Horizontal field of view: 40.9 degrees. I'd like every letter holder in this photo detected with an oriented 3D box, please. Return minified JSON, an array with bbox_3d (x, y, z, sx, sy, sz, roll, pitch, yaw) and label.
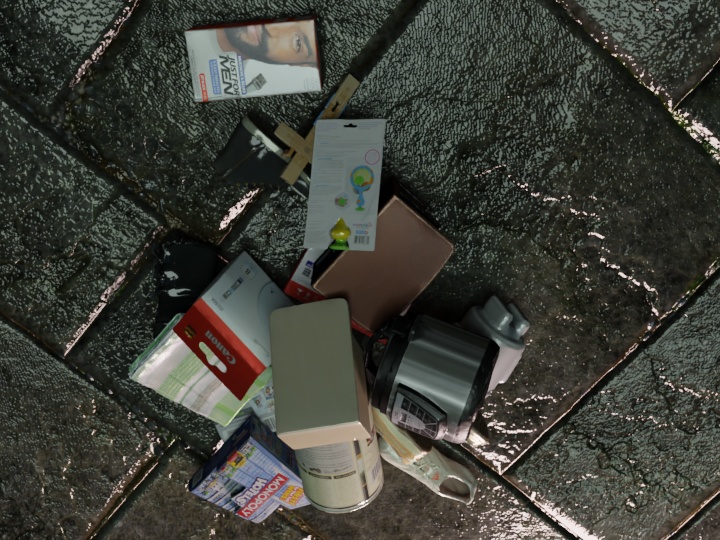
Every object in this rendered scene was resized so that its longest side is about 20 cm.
[{"bbox_3d":[0.039,-0.021,1.528,0.142,0.101,0.200,38,107,-14],"label":"letter holder"}]

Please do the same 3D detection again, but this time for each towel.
[{"bbox_3d":[-0.254,0.166,1.566,0.200,0.031,0.149,35,110,-29],"label":"towel"}]

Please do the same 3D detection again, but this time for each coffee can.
[{"bbox_3d":[-0.044,0.288,1.635,0.146,0.147,0.201,-6,124,4],"label":"coffee can"}]

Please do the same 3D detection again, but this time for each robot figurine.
[{"bbox_3d":[0.199,0.140,1.628,0.169,0.113,0.200,25,110,-28],"label":"robot figurine"}]

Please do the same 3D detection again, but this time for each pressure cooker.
[{"bbox_3d":[0.101,0.160,1.510,0.199,0.179,0.177,21,94,10],"label":"pressure cooker"}]

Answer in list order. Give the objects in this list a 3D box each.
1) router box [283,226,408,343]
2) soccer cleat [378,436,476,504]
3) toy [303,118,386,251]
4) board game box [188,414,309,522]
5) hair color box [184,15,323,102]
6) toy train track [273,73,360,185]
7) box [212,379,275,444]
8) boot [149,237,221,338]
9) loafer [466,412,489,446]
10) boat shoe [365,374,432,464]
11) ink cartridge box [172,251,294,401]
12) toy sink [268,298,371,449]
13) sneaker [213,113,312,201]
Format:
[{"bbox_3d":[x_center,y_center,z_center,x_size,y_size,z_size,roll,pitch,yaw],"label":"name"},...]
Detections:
[{"bbox_3d":[0.000,0.000,1.615,0.199,0.049,0.180,27,109,-8],"label":"router box"},{"bbox_3d":[0.122,0.352,1.729,0.199,0.078,0.069,28,109,-8],"label":"soccer cleat"},{"bbox_3d":[-0.018,-0.127,1.468,0.115,0.047,0.201,3,79,20],"label":"toy"},{"bbox_3d":[-0.174,0.381,1.738,0.199,0.062,0.200,32,116,-22],"label":"board game box"},{"bbox_3d":[-0.162,-0.326,1.490,0.199,0.064,0.111,-5,110,3],"label":"hair color box"},{"bbox_3d":[-0.066,-0.219,1.505,0.115,0.033,0.200,37,75,-19],"label":"toy train track"},{"bbox_3d":[-0.204,0.199,1.702,0.155,0.041,0.201,-19,110,9],"label":"box"},{"bbox_3d":[-0.254,0.038,1.600,0.197,0.073,0.163,8,72,-22],"label":"boot"},{"bbox_3d":[0.142,0.248,1.694,0.200,0.076,0.068,38,117,-15],"label":"loafer"},{"bbox_3d":[0.035,0.256,1.687,0.076,0.072,0.200,-41,84,30],"label":"boat shoe"},{"bbox_3d":[-0.188,0.085,1.543,0.047,0.200,0.160,-32,105,37],"label":"ink cartridge box"},{"bbox_3d":[-0.062,0.162,1.501,0.130,0.112,0.201,-10,67,7],"label":"toy sink"},{"bbox_3d":[-0.135,-0.149,1.553,0.200,0.075,0.106,42,111,1],"label":"sneaker"}]
